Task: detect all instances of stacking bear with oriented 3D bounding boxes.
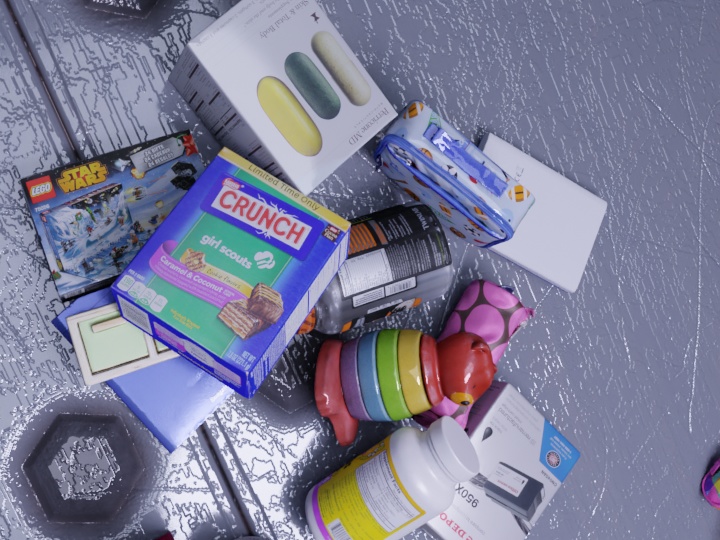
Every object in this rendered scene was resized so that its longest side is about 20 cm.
[{"bbox_3d":[0.058,0.121,1.033,0.196,0.122,0.115,-9,51,14],"label":"stacking bear"}]

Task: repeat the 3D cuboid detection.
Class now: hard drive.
[{"bbox_3d":[-0.236,0.089,1.019,0.132,0.025,0.201,-43,102,-16],"label":"hard drive"},{"bbox_3d":[0.224,-0.075,1.182,0.197,0.025,0.134,27,80,-17],"label":"hard drive"}]

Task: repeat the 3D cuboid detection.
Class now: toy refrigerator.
[{"bbox_3d":[-0.215,0.058,0.977,0.196,0.070,0.078,-17,93,-19],"label":"toy refrigerator"}]

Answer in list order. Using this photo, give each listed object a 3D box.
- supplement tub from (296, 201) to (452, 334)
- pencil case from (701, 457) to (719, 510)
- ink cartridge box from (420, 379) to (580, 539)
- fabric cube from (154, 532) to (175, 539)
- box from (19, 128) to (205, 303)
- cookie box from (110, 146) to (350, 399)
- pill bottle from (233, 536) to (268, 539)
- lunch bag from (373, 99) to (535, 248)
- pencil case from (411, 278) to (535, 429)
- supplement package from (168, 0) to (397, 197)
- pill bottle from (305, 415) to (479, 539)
[{"bbox_3d":[0.000,0.000,1.056,0.196,0.122,0.125,-17,94,-19],"label":"supplement tub"},{"bbox_3d":[0.588,0.329,1.279,0.197,0.088,0.090,24,80,-19],"label":"pencil case"},{"bbox_3d":[0.160,0.262,1.123,0.144,0.084,0.201,42,76,-13],"label":"ink cartridge box"},{"bbox_3d":[-0.243,0.422,0.912,0.196,0.199,0.200,-19,93,-19],"label":"fabric cube"},{"bbox_3d":[-0.260,-0.064,0.993,0.197,0.040,0.139,-20,80,-19],"label":"box"},{"bbox_3d":[-0.129,-0.001,0.927,0.169,0.076,0.201,30,63,9],"label":"cookie box"},{"bbox_3d":[-0.104,0.371,0.963,0.117,0.199,0.123,1,87,-19],"label":"pill bottle"},{"bbox_3d":[0.103,-0.111,1.046,0.199,0.160,0.076,37,84,-5],"label":"lunch bag"},{"bbox_3d":[0.133,0.110,1.113,0.093,0.091,0.202,29,80,16],"label":"pencil case"},{"bbox_3d":[-0.091,-0.200,1.015,0.151,0.150,0.201,-42,101,-17],"label":"supplement package"},{"bbox_3d":[0.038,0.250,1.023,0.199,0.105,0.105,-36,101,19],"label":"pill bottle"}]
